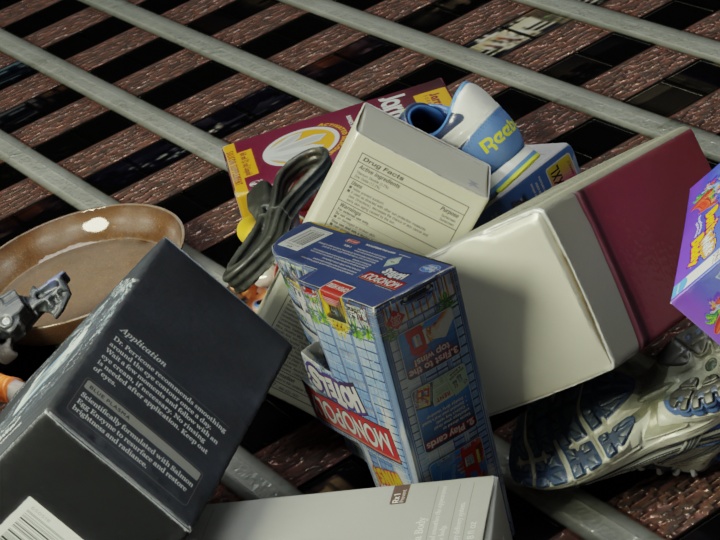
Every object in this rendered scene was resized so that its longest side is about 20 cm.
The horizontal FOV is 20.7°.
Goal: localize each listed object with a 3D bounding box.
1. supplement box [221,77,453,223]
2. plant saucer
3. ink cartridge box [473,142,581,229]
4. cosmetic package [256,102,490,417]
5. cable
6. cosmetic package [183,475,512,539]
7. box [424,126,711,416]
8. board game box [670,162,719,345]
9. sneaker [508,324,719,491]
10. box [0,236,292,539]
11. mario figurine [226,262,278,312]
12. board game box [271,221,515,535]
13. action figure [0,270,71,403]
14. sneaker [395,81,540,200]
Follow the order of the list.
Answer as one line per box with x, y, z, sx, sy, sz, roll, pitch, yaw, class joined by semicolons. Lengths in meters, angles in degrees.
-0.005;-0.077;1.637;0.199;0.086;0.110;-18;28;-2;supplement box
-0.240;0.007;1.670;0.199;0.035;0.201;-14;29;8;plant saucer
0.062;-0.017;1.484;0.200;0.077;0.136;-35;22;-33;ink cartridge box
0.000;0.000;1.351;0.103;0.201;0.073;27;21;-5;cosmetic package
-0.052;-0.032;1.419;0.097;0.050;0.200;-35;18;9;cable
-0.012;0.191;1.161;0.199;0.091;0.107;-6;30;12;cosmetic package
0.141;0.000;1.262;0.128;0.109;0.200;-25;2;41;box
0.278;0.034;1.178;0.045;0.200;0.135;-43;13;32;board game box
0.185;0.102;1.237;0.199;0.085;0.077;-24;47;32;sneaker
-0.168;0.118;1.252;0.197;0.117;0.200;-43;11;34;box
-0.116;0.034;1.468;0.199;0.106;0.124;-18;62;17;mario figurine
0.019;0.082;1.238;0.061;0.201;0.200;-27;19;-21;board game box
-0.307;0.059;1.524;0.200;0.105;0.193;-40;51;-10;action figure
0.037;-0.077;1.426;0.199;0.082;0.074;-22;17;40;sneaker
